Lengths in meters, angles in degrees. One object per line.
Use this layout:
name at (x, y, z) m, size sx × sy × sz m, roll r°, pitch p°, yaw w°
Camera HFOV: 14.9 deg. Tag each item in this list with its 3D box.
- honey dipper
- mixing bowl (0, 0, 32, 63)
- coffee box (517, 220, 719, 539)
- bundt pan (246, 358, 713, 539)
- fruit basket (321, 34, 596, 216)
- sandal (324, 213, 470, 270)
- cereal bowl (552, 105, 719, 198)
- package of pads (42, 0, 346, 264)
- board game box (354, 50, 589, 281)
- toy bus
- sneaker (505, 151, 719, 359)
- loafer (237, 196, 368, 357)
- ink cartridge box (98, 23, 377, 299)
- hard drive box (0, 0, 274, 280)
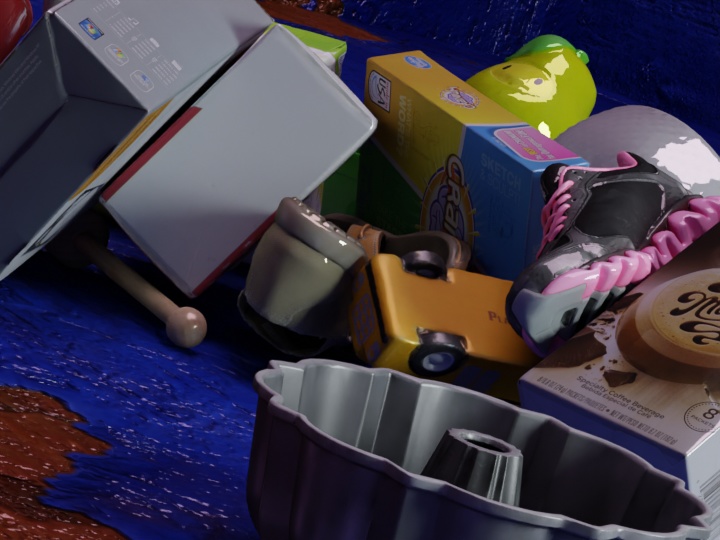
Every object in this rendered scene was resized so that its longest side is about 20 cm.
honey dipper at (-0.139, 0.000, 1.571) m, size 0.038 × 0.038 × 0.200 m, roll 11°, pitch 13°, yaw -32°
mixing bowl at (-0.316, -0.140, 1.736) m, size 0.200 × 0.109 × 0.200 m, roll 12°, pitch -19°, yaw 4°
coffee box at (0.191, 0.052, 1.420) m, size 0.113 × 0.080 × 0.200 m, roll 24°, pitch 48°, yaw 39°
bundt pan at (0.041, 0.106, 1.144) m, size 0.201 × 0.076 × 0.202 m, roll 17°, pitch 9°, yaw -3°
fruit basket at (0.084, -0.067, 1.857) m, size 0.215 × 0.216 × 0.155 m, roll 24°, pitch 11°, yaw 35°
sandal at (0.000, 0.000, 1.677) m, size 0.054 × 0.080 × 0.200 m, roll 24°, pitch -1°, yaw -29°
cereal bowl at (0.156, 0.004, 1.661) m, size 0.083 × 0.201 × 0.200 m, roll -19°, pitch 28°, yaw -28°
package of pads at (-0.117, -0.096, 1.797) m, size 0.200 × 0.155 × 0.068 m, roll 17°, pitch 28°, yaw 17°
board game box at (0.063, -0.030, 1.679) m, size 0.040 × 0.153 × 0.200 m, roll -9°, pitch 27°, yaw -28°
toy bus at (0.082, 0.050, 1.502) m, size 0.200 × 0.078 × 0.065 m, roll 12°, pitch 47°, yaw -28°
sneaker at (0.123, -0.016, 1.485) m, size 0.095 × 0.079 × 0.200 m, roll 42°, pitch 33°, yaw 16°
loafer at (-0.031, 0.014, 1.542) m, size 0.076 × 0.068 × 0.200 m, roll 38°, pitch -6°, yaw 16°
ink cartridge box at (-0.068, -0.065, 1.621) m, size 0.083 × 0.147 × 0.200 m, roll 46°, pitch 2°, yaw -2°
hard drive box at (-0.152, -0.091, 1.523) m, size 0.077 × 0.156 × 0.200 m, roll 45°, pitch 27°, yaw -2°
